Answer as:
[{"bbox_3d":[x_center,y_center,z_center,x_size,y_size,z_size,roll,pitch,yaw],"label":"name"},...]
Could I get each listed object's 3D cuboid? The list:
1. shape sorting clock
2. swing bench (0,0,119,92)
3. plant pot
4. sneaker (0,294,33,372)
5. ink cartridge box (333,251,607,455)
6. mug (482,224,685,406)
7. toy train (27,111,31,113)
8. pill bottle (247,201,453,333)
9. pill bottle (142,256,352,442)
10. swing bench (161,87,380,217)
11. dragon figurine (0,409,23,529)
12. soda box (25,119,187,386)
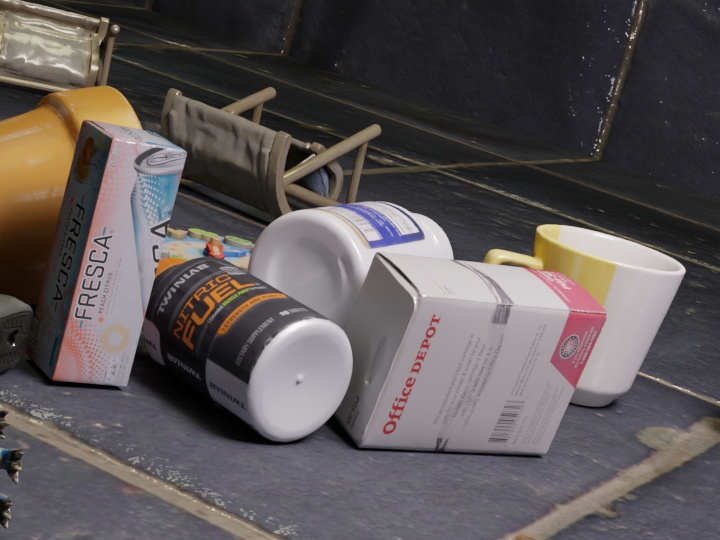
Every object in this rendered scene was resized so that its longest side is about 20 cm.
[{"bbox_3d":[-0.155,-0.016,1.748,0.200,0.039,0.200,15,13,-3],"label":"shape sorting clock"},{"bbox_3d":[-0.485,-0.342,2.567,0.199,0.130,0.200,11,8,-16],"label":"swing bench"},{"bbox_3d":[-0.293,-0.051,1.442,0.183,0.200,0.200,-9,23,-26],"label":"plant pot"},{"bbox_3d":[-0.336,0.040,1.231,0.114,0.076,0.199,17,10,16],"label":"sneaker"},{"bbox_3d":[0.085,0.070,1.392,0.200,0.147,0.083,7,26,-34],"label":"ink cartridge box"},{"bbox_3d":[0.210,0.043,1.658,0.186,0.153,0.149,17,13,12],"label":"mug"},{"bbox_3d":[-0.312,-0.089,1.707,0.087,0.114,0.200,3,18,-45],"label":"toy train"},{"bbox_3d":[0.000,0.000,1.479,0.120,0.120,0.200,21,15,26],"label":"pill bottle"},{"bbox_3d":[-0.106,0.054,1.359,0.106,0.106,0.200,3,17,-43],"label":"pill bottle"},{"bbox_3d":[-0.120,-0.144,2.114,0.199,0.130,0.200,25,21,34],"label":"swing bench"},{"bbox_3d":[-0.266,0.114,1.023,0.099,0.059,0.200,10,15,-23],"label":"dragon figurine"},{"bbox_3d":[-0.200,-0.012,1.313,0.068,0.200,0.064,8,15,-34],"label":"soda box"}]
